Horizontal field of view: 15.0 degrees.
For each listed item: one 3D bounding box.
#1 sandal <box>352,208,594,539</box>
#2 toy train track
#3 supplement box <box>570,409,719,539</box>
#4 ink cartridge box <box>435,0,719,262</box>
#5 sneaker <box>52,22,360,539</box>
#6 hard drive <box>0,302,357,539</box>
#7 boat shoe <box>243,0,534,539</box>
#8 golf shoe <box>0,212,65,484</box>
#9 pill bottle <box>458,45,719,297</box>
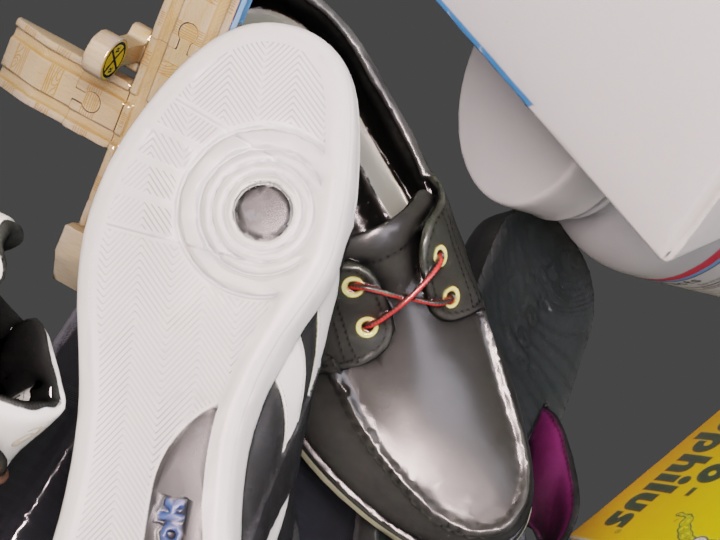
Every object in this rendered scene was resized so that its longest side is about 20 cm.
[{"bbox_3d":[0.046,0.059,0.929,0.075,0.048,0.201,41,51,-33],"label":"sandal"},{"bbox_3d":[-0.053,-0.078,0.828,0.200,0.115,0.033,-67,165,19],"label":"toy train track"},{"bbox_3d":[0.183,0.157,1.032,0.109,0.109,0.200,-36,113,-28],"label":"supplement box"},{"bbox_3d":[0.145,-0.126,0.870,0.200,0.145,0.147,-24,65,-39],"label":"ink cartridge box"},{"bbox_3d":[-0.045,0.031,0.822,0.073,0.112,0.200,14,83,8],"label":"sneaker"},{"bbox_3d":[-0.043,0.109,0.911,0.200,0.042,0.135,43,70,-29],"label":"hard drive"},{"bbox_3d":[-0.002,0.001,0.874,0.074,0.063,0.201,-25,84,-18],"label":"boat shoe"},{"bbox_3d":[-0.130,0.056,0.778,0.078,0.094,0.200,-76,169,-47],"label":"golf shoe"},{"bbox_3d":[0.138,-0.044,0.986,0.200,0.109,0.109,14,86,-34],"label":"pill bottle"}]
